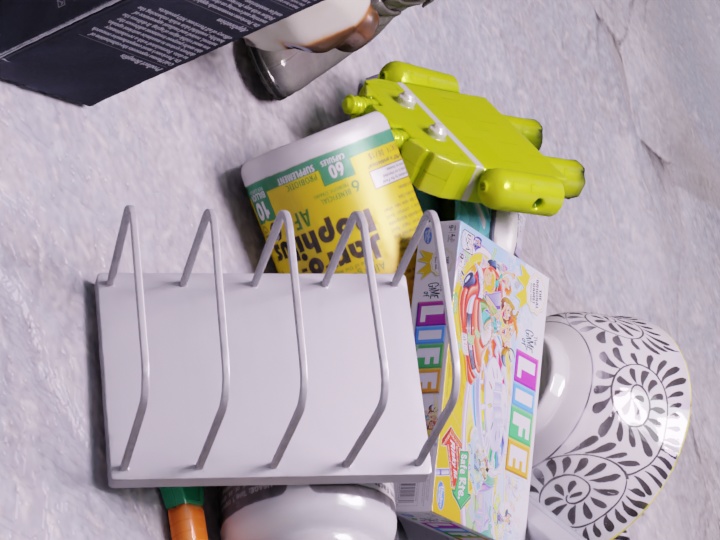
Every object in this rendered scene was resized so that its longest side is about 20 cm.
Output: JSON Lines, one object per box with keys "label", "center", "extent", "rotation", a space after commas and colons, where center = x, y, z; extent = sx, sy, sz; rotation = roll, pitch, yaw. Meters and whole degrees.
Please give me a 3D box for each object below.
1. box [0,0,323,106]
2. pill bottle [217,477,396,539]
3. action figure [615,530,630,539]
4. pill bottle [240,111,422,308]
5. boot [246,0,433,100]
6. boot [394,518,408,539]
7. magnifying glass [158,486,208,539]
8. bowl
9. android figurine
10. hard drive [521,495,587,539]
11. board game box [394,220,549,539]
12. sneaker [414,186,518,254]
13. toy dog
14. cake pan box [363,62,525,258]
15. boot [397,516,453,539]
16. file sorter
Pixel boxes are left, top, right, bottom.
{"label": "box", "center": [-0.143, -0.236, 1.486], "extent": [0.124, 0.196, 0.201], "rotation": [18, 57, -59]}
{"label": "pill bottle", "center": [-0.036, 0.128, 1.531], "extent": [0.114, 0.113, 0.201], "rotation": [33, 44, -50]}
{"label": "action figure", "center": [0.174, 0.259, 1.853], "extent": [0.200, 0.101, 0.120], "rotation": [-46, 125, -63]}
{"label": "pill bottle", "center": [0.000, 0.000, 1.688], "extent": [0.113, 0.112, 0.201], "rotation": [-25, 95, -63]}
{"label": "boot", "center": [-0.001, -0.198, 1.801], "extent": [0.068, 0.130, 0.200], "rotation": [63, 27, -11]}
{"label": "boot", "center": [0.059, 0.259, 1.617], "extent": [0.162, 0.073, 0.200], "rotation": [9, 69, -37]}
{"label": "magnifying glass", "center": [-0.113, 0.128, 1.493], "extent": [0.079, 0.022, 0.201], "rotation": [21, 53, -57]}
{"label": "bowl", "center": [0.138, 0.103, 1.780], "extent": [0.094, 0.200, 0.202], "rotation": [35, 42, -35]}
{"label": "android figurine", "center": [0.074, -0.097, 1.801], "extent": [0.199, 0.041, 0.182], "rotation": [9, 29, -38]}
{"label": "hard drive", "center": [0.160, 0.240, 1.668], "extent": [0.200, 0.027, 0.133], "rotation": [36, -32, 61]}
{"label": "board game box", "center": [0.077, 0.082, 1.650], "extent": [0.134, 0.034, 0.201], "rotation": [29, 62, -54]}
{"label": "sneaker", "center": [0.070, 0.012, 1.778], "extent": [0.079, 0.077, 0.201], "rotation": [23, 50, -35]}
{"label": "toy dog", "center": [-0.044, -0.235, 1.692], "extent": [0.140, 0.193, 0.201], "rotation": [57, 20, -49]}
{"label": "cake pan box", "center": [0.060, -0.032, 1.894], "extent": [0.200, 0.052, 0.185], "rotation": [52, 34, -32]}
{"label": "boot", "center": [0.073, 0.215, 1.740], "extent": [0.095, 0.073, 0.201], "rotation": [22, 61, -63]}
{"label": "file sorter", "center": [-0.049, 0.041, 1.437], "extent": [0.199, 0.125, 0.140], "rotation": [0, 62, -15]}
